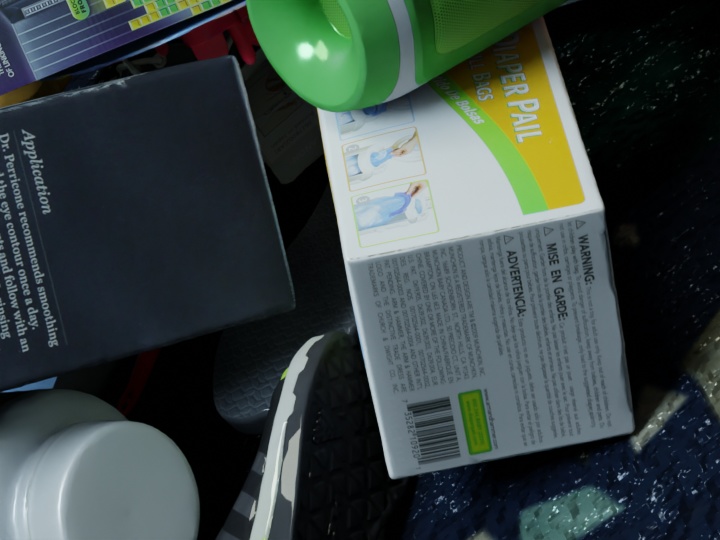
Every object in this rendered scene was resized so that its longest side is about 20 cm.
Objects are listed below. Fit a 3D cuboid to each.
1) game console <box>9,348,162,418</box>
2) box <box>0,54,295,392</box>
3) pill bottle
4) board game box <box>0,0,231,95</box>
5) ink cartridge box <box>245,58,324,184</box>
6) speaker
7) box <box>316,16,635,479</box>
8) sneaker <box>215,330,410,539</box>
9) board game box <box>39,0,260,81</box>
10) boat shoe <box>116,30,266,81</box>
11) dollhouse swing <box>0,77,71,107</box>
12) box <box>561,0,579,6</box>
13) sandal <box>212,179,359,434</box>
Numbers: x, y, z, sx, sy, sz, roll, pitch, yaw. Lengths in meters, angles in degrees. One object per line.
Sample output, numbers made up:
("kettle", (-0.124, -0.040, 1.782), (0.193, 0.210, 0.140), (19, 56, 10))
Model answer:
("game console", (-0.162, 0.019, 1.537), (0.200, 0.031, 0.177), (-15, 40, 41))
("box", (-0.163, -0.009, 1.320), (0.199, 0.118, 0.197), (-15, 3, -25))
("pill bottle", (-0.164, 0.109, 1.344), (0.200, 0.109, 0.109), (-5, 47, 47))
("board game box", (-0.130, -0.149, 1.389), (0.165, 0.057, 0.200), (-23, 21, 2))
("ink cartridge box", (-0.013, -0.140, 1.564), (0.161, 0.050, 0.200), (-41, 48, 4))
("speaker", (0.051, -0.139, 1.223), (0.200, 0.089, 0.088), (-32, 22, -30))
("box", (0.041, -0.025, 1.235), (0.101, 0.113, 0.200), (-11, 33, 0))
("sneaker", (-0.039, 0.109, 1.232), (0.083, 0.072, 0.200), (-22, 36, 35))
("board game box", (-0.062, -0.121, 1.412), (0.158, 0.039, 0.200), (-21, 16, 19))
("boat shoe", (-0.089, -0.111, 1.517), (0.076, 0.060, 0.200), (25, 73, 45))
("dollhouse swing", (-0.200, -0.061, 1.556), (0.175, 0.182, 0.200), (11, 55, 32))
("box", (0.111, -0.179, 1.404), (0.199, 0.046, 0.159), (-14, 26, 37))
("sandal", (0.001, 0.000, 1.362), (0.076, 0.043, 0.200), (0, 46, 38))
